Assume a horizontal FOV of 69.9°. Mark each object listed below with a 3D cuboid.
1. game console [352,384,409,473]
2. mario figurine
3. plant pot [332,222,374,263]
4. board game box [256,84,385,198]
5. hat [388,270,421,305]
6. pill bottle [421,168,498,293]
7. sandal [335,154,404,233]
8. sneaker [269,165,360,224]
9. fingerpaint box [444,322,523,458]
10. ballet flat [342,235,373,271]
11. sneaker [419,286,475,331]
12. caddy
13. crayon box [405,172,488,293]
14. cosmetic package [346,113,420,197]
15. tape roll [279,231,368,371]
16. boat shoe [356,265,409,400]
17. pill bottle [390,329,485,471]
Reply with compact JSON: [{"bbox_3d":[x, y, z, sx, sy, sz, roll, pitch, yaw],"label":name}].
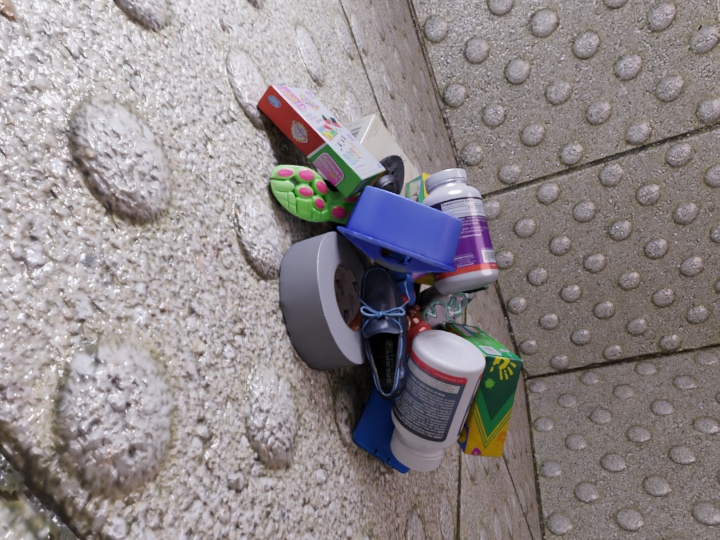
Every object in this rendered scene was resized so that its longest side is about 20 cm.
[{"bbox_3d":[0.042,0.237,0.933,0.200,0.118,0.171,48,3,-42],"label":"game console"},{"bbox_3d":[0.055,0.050,0.912,0.122,0.105,0.205,-3,84,-34],"label":"mario figurine"},{"bbox_3d":[-0.017,-0.105,1.019,0.200,0.027,0.204,-16,91,-70],"label":"plant pot"},{"bbox_3d":[-0.056,-0.213,0.839,0.200,0.040,0.153,46,23,1],"label":"board game box"},{"bbox_3d":[0.082,0.041,1.078,0.201,0.079,0.205,16,89,-87],"label":"hat"},{"bbox_3d":[0.168,-0.068,0.903,0.112,0.110,0.204,13,65,-67],"label":"pill bottle"},{"bbox_3d":[0.032,-0.123,0.935,0.075,0.048,0.202,45,70,-35],"label":"sandal"},{"bbox_3d":[-0.074,-0.115,0.824,0.198,0.083,0.078,16,90,-51],"label":"sneaker"},{"bbox_3d":[0.199,0.203,0.918,0.200,0.072,0.170,-135,-125,-78],"label":"fingerpaint box"},{"bbox_3d":[0.000,0.000,0.928,0.064,0.066,0.202,-61,143,-37],"label":"ballet flat"},{"bbox_3d":[0.145,0.089,1.084,0.199,0.139,0.079,-37,99,-36],"label":"sneaker"},{"bbox_3d":[0.062,-0.053,0.800,0.141,0.196,0.107,-127,-124,-83],"label":"caddy"},{"bbox_3d":[0.171,-0.069,1.017,0.170,0.058,0.204,12,68,-38],"label":"crayon box"},{"bbox_3d":[0.042,-0.194,1.019,0.200,0.072,0.105,43,58,-35],"label":"cosmetic package"},{"bbox_3d":[-0.045,0.047,0.787,0.200,0.065,0.204,-15,90,-69],"label":"tape roll"},{"bbox_3d":[0.041,0.090,0.773,0.069,0.083,0.204,32,44,-78],"label":"boat shoe"},{"bbox_3d":[0.114,0.211,0.827,0.120,0.118,0.204,-41,148,-68],"label":"pill bottle"}]
